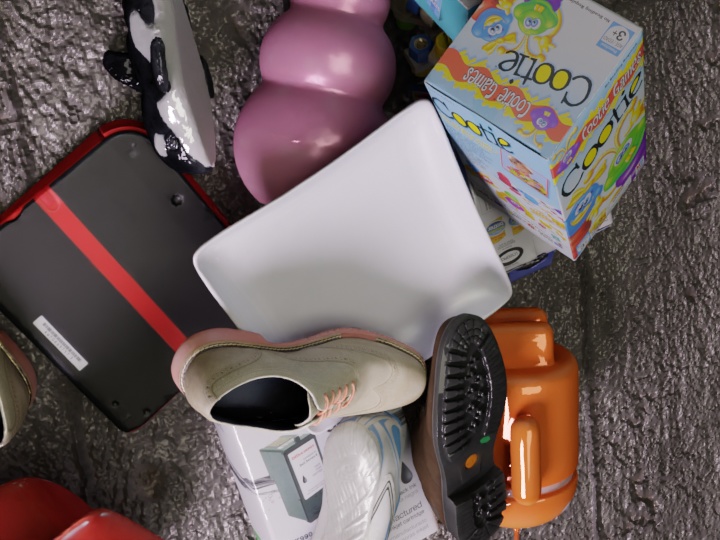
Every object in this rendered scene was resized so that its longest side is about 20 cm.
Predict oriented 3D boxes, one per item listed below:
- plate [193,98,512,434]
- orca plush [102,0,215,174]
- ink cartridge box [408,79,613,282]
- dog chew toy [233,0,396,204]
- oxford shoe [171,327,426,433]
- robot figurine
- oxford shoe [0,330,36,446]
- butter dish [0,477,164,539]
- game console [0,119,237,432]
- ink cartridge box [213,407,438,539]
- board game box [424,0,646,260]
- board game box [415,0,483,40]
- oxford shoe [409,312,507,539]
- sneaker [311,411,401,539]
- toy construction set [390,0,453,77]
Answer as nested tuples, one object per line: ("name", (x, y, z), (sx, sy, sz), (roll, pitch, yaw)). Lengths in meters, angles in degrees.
("plate", (0.000, 0.000, 0.749), (0.198, 0.032, 0.201), (-34, 126, -6))
("orca plush", (-0.163, -0.165, 0.734), (0.070, 0.106, 0.203), (-12, 111, 10))
("ink cartridge box", (0.136, -0.084, 0.881), (0.135, 0.076, 0.203), (-22, 109, -16))
("dog chew toy", (-0.027, -0.145, 0.771), (0.122, 0.124, 0.204), (9, 95, -25))
("oxford shoe", (-0.032, 0.088, 0.717), (0.197, 0.074, 0.072), (1, 117, -27))
("robot figurine", (0.135, 0.136, 0.888), (0.115, 0.143, 0.204), (-13, 108, -34))
("oxford shoe", (-0.303, 0.040, 0.703), (0.070, 0.074, 0.201), (-38, 114, 6))
("butter dish", (-0.262, 0.223, 0.747), (0.199, 0.148, 0.201), (-42, 156, -10))
("game console", (-0.181, 0.005, 0.792), (0.176, 0.031, 0.201), (-41, 114, -4))
("ink cartridge box", (-0.035, 0.154, 0.856), (0.144, 0.084, 0.203), (-24, 110, -17))
("board game box", (0.133, -0.105, 0.719), (0.104, 0.104, 0.200), (-52, 157, -4))
("board game box", (0.080, -0.271, 0.753), (0.150, 0.201, 0.047), (-31, 152, -14))
("oxford shoe", (0.068, 0.120, 0.806), (0.072, 0.084, 0.204), (-17, 120, -30))
("sneaker", (-0.004, 0.206, 0.800), (0.072, 0.071, 0.204), (-10, 117, -52))
("toy construction set", (0.100, -0.237, 0.806), (0.198, 0.132, 0.093), (-29, 154, -25))
